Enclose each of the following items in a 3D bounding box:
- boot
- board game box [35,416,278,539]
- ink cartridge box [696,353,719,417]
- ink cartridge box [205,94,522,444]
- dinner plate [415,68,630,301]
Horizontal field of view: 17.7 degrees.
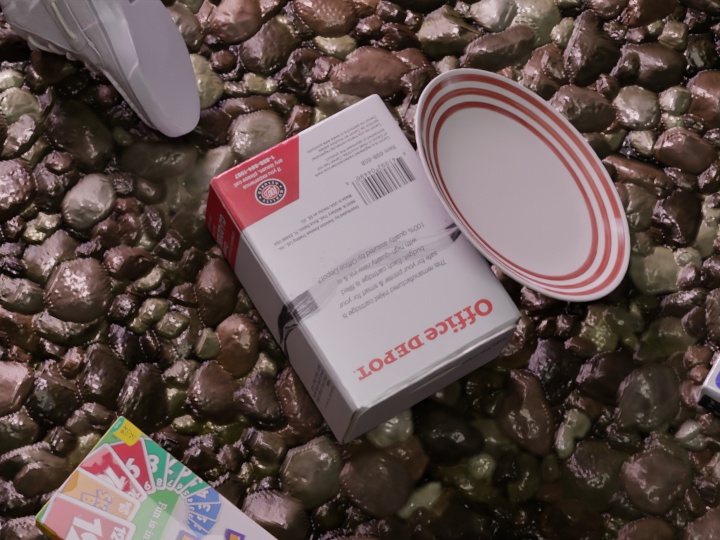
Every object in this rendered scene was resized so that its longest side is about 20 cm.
[{"bbox_3d":[-0.200,-0.179,1.709,0.201,0.095,0.074,63,32,-8],"label":"boot"},{"bbox_3d":[-0.118,0.199,1.594,0.199,0.030,0.096,38,70,6],"label":"board game box"},{"bbox_3d":[0.375,0.061,1.694,0.197,0.043,0.201,31,71,5],"label":"ink cartridge box"},{"bbox_3d":[0.000,0.000,1.651,0.144,0.084,0.201,-28,74,-17],"label":"ink cartridge box"},{"bbox_3d":[0.114,-0.059,1.678,0.199,0.024,0.201,26,43,-28],"label":"dinner plate"}]
